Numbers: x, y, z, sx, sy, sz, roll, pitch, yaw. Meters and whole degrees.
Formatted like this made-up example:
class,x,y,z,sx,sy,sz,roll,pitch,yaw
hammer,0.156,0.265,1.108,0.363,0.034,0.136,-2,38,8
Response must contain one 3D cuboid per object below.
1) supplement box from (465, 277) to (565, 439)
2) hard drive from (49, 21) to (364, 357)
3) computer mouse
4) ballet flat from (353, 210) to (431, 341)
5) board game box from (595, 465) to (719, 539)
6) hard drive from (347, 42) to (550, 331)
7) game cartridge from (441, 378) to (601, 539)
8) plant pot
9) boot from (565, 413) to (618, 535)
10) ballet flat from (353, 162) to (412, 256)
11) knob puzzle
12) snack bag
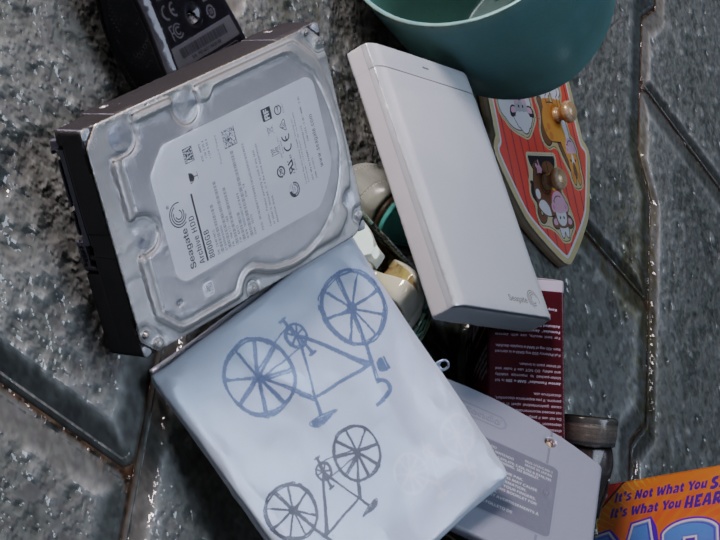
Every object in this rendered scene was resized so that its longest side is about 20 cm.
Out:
class,x,y,z,sx,sy,sz,roll,pitch,yaw
supplement box,0.112,0.117,1.358,0.109,0.060,0.201,104,-11,-63
hard drive,-0.084,-0.052,1.096,0.200,0.038,0.141,-30,115,-41
computer mouse,-0.125,-0.169,1.137,0.138,0.053,0.201,-35,106,-54
ballet flat,0.000,0.000,1.255,0.200,0.074,0.075,43,43,-38
board game box,0.309,0.290,1.523,0.200,0.199,0.201,36,48,-47
hard drive,0.063,-0.057,1.307,0.132,0.027,0.201,9,59,-54
game cartridge,0.063,0.132,1.230,0.199,0.041,0.134,25,42,-5
plant pot,0.107,-0.226,1.427,0.161,0.199,0.202,52,36,-53
boot,0.157,0.199,1.425,0.200,0.069,0.175,57,38,-83
ballet flat,0.050,-0.038,1.369,0.200,0.064,0.068,21,103,-54
knob puzzle,0.166,-0.104,1.623,0.219,0.030,0.221,32,51,-51
snack bag,-0.012,0.098,1.145,0.188,0.021,0.200,-38,94,-39
